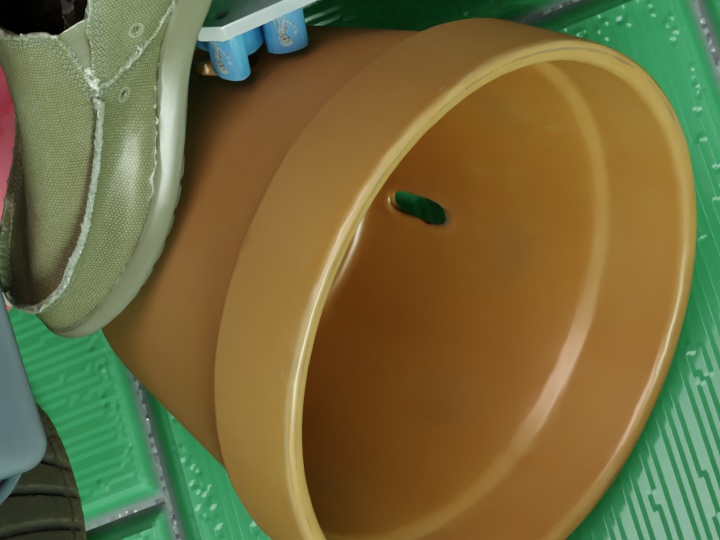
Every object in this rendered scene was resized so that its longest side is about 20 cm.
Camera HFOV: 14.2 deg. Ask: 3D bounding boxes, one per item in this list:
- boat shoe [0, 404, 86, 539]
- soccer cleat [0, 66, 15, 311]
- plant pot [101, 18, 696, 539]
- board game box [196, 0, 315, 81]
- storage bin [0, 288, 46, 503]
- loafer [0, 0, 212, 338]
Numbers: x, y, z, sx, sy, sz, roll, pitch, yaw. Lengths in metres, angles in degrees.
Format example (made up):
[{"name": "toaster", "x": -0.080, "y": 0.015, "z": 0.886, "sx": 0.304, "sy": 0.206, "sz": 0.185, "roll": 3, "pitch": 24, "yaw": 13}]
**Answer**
[{"name": "boat shoe", "x": -0.147, "y": 0.140, "z": 1.065, "sx": 0.076, "sy": 0.071, "sz": 0.201, "roll": -41, "pitch": 42, "yaw": 46}, {"name": "soccer cleat", "x": -0.157, "y": -0.044, "z": 1.088, "sx": 0.076, "sy": 0.066, "sz": 0.201, "roll": 18, "pitch": 93, "yaw": 52}, {"name": "plant pot", "x": 0.000, "y": 0.000, "z": 0.996, "sx": 0.140, "sy": 0.200, "sz": 0.201, "roll": 23, "pitch": 83, "yaw": 39}, {"name": "board game box", "x": -0.004, "y": -0.151, "z": 1.032, "sx": 0.199, "sy": 0.026, "sz": 0.200, "roll": -25, "pitch": 36, "yaw": -15}, {"name": "storage bin", "x": -0.185, "y": 0.003, "z": 0.959, "sx": 0.145, "sy": 0.134, "sz": 0.201, "roll": -18, "pitch": 92, "yaw": -20}, {"name": "loafer", "x": -0.092, "y": -0.071, "z": 0.926, "sx": 0.076, "sy": 0.067, "sz": 0.201, "roll": 49, "pitch": 131, "yaw": 51}]
